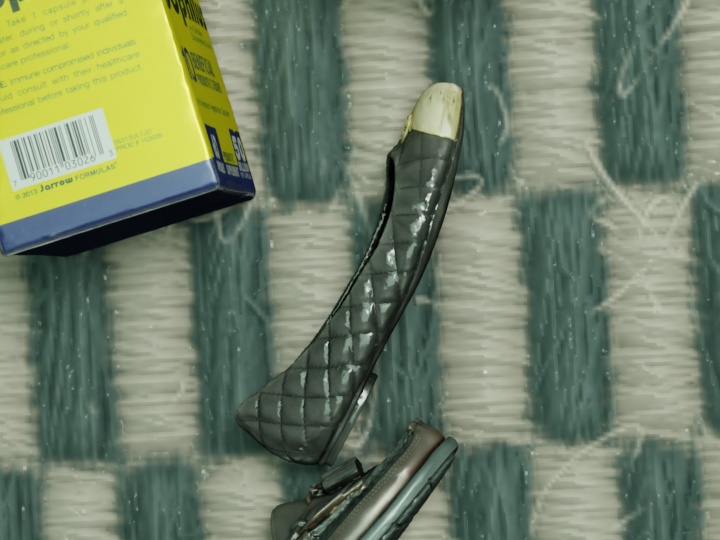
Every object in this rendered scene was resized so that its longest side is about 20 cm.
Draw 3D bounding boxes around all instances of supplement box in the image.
[{"bbox_3d":[-0.135,-0.116,0.912,0.109,0.109,0.200,-17,89,6],"label":"supplement box"}]

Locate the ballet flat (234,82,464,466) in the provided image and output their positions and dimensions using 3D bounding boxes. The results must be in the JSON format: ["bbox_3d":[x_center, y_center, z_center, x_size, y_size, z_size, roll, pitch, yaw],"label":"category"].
[{"bbox_3d":[0.000,0.000,0.920,0.057,0.066,0.200,24,93,1],"label":"ballet flat"}]

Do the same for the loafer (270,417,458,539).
[{"bbox_3d":[-0.035,0.145,0.927,0.063,0.072,0.200,39,96,10],"label":"loafer"}]
